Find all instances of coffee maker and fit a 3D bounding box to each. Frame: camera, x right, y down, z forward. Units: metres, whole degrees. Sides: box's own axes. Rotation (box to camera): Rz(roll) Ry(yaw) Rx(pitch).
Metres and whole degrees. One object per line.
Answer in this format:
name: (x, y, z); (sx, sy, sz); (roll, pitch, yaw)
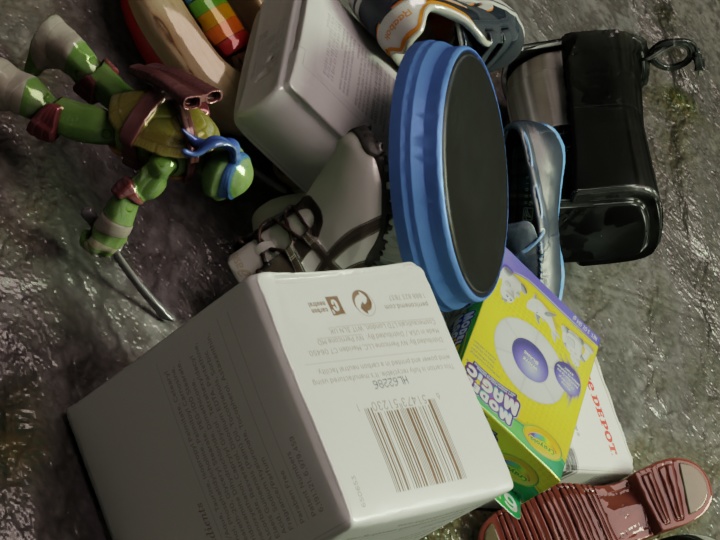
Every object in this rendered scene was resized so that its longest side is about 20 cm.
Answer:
coffee maker: (0.230, -0.120, 1.661); (0.135, 0.191, 0.201); (41, 36, -46)

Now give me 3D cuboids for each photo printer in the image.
photo printer: (-0.004, -0.110, 1.361); (0.200, 0.069, 0.167); (42, 33, -28)

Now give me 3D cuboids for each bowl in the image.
bowl: (0.069, -0.070, 1.303); (0.201, 0.039, 0.202); (-3, 90, -71)

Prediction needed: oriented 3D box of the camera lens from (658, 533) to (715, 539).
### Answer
camera lens: (0.276, 0.318, 1.383); (0.200, 0.160, 0.160); (43, 37, -16)

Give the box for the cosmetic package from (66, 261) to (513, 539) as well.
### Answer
cosmetic package: (-0.048, 0.115, 1.137); (0.167, 0.200, 0.167); (-4, 65, -51)

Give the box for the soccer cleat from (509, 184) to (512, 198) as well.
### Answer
soccer cleat: (0.068, -0.126, 1.573); (0.200, 0.070, 0.087); (34, 27, -29)

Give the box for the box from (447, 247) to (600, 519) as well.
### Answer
box: (0.112, 0.084, 1.338); (0.117, 0.048, 0.200); (42, 40, -14)

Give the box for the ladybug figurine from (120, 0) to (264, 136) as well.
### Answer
ladybug figurine: (-0.127, -0.188, 1.400); (0.136, 0.072, 0.200); (-26, 84, -51)

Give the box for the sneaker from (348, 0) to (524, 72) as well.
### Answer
sneaker: (0.074, -0.181, 1.417); (0.200, 0.078, 0.080); (9, 39, -49)

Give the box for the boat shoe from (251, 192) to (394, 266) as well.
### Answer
boat shoe: (0.000, 0.001, 1.397); (0.200, 0.070, 0.072); (24, 39, -40)

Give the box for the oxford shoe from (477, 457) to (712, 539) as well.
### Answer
oxford shoe: (0.183, 0.207, 1.419); (0.199, 0.075, 0.071); (-10, 69, -17)

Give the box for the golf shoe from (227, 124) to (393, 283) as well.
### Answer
golf shoe: (-0.042, -0.014, 1.263); (0.094, 0.201, 0.078); (6, 30, -29)

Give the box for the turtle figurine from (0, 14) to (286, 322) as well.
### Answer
turtle figurine: (-0.170, -0.077, 1.250); (0.194, 0.200, 0.144); (33, 79, 8)

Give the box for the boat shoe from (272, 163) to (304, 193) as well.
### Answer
boat shoe: (-0.046, -0.148, 1.462); (0.066, 0.074, 0.201); (24, 45, -43)

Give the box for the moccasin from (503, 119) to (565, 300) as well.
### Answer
moccasin: (0.131, -0.032, 1.546); (0.068, 0.080, 0.201); (13, 74, -51)

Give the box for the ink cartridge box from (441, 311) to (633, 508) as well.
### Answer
ink cartridge box: (0.112, 0.111, 1.426); (0.199, 0.084, 0.145); (9, 55, -44)
